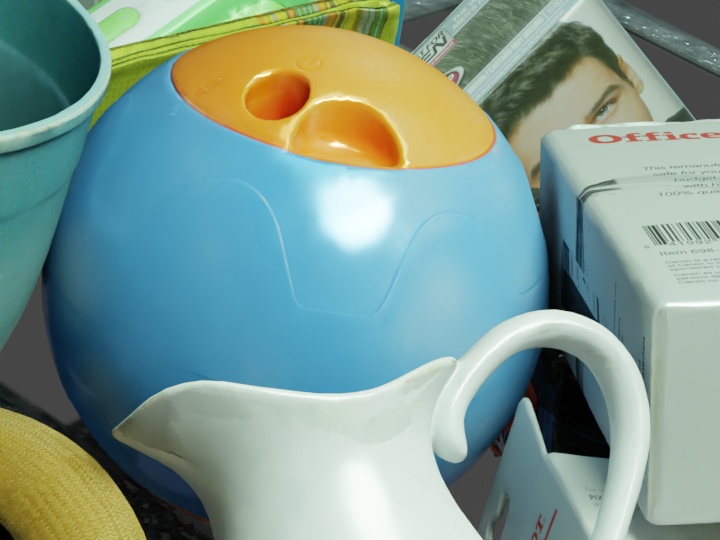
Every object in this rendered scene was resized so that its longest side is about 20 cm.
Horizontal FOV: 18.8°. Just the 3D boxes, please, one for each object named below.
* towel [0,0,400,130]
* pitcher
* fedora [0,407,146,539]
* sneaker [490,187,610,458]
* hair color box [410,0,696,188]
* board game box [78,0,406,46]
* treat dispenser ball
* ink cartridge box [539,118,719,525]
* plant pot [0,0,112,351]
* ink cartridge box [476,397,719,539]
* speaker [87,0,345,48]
[{"bbox_3d":[-0.066,-0.063,0.935,0.199,0.087,0.018,-18,37,-36],"label":"towel"},{"bbox_3d":[0.029,0.120,0.667,0.170,0.201,0.121,-15,-8,-13],"label":"pitcher"},{"bbox_3d":[-0.145,0.132,0.656,0.199,0.082,0.201,-9,45,9],"label":"fedora"},{"bbox_3d":[0.087,0.066,0.927,0.075,0.079,0.201,11,53,-24],"label":"sneaker"},{"bbox_3d":[0.106,-0.057,1.048,0.200,0.099,0.061,42,4,-44],"label":"hair color box"},{"bbox_3d":[-0.065,-0.115,1.109,0.064,0.149,0.199,25,28,34],"label":"board game box"},{"bbox_3d":[-0.025,0.004,0.857,0.199,0.202,0.201,13,28,-7],"label":"treat dispenser ball"},{"bbox_3d":[0.153,0.010,0.805,0.143,0.084,0.200,-2,21,-5],"label":"ink cartridge box"},{"bbox_3d":[-0.209,-0.013,0.803,0.199,0.189,0.200,14,27,-7],"label":"plant pot"},{"bbox_3d":[0.095,0.145,0.757,0.067,0.117,0.200,6,30,-18],"label":"ink cartridge box"},{"bbox_3d":[-0.097,-0.084,0.970,0.200,0.089,0.088,-38,52,-20],"label":"speaker"}]
